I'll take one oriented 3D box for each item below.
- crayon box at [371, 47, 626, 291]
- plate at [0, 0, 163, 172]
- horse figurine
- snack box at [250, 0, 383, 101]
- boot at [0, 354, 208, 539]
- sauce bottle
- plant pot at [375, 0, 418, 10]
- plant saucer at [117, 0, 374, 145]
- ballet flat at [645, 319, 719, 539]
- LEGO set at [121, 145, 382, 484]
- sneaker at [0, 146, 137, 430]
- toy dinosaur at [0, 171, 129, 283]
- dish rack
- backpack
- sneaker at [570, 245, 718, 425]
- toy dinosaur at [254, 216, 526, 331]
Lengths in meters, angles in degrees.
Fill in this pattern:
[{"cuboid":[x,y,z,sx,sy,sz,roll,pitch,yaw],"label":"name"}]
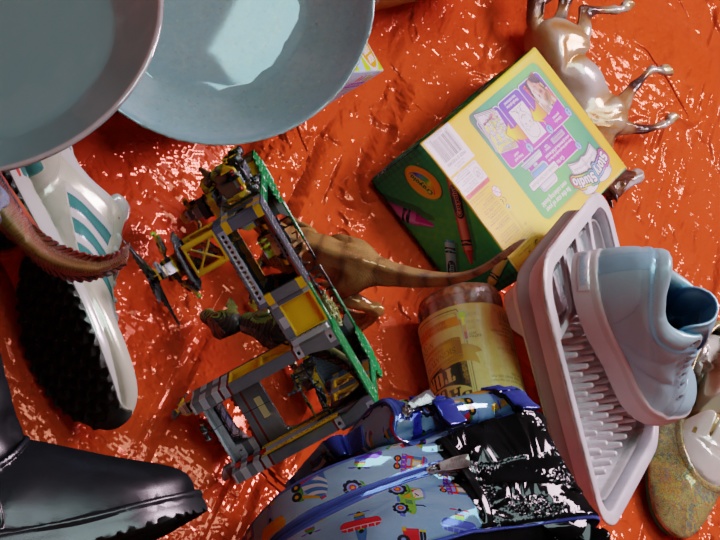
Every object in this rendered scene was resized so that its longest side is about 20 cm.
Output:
[{"cuboid":[0.106,-0.071,1.612,0.119,0.058,0.200,52,39,-3],"label":"crayon box"},{"cuboid":[-0.208,-0.133,1.273,0.026,0.200,0.200,67,15,-57],"label":"plate"},{"cuboid":[0.184,-0.161,1.752,0.132,0.050,0.200,-33,97,-34],"label":"horse figurine"},{"cuboid":[-0.078,-0.203,1.466,0.200,0.068,0.169,62,17,2],"label":"snack box"},{"cuboid":[-0.188,0.080,1.194,0.200,0.076,0.168,-8,73,-41],"label":"boot"},{"cuboid":[0.084,0.107,1.459,0.066,0.066,0.200,14,52,-39],"label":"sauce bottle"},{"cuboid":[0.040,-0.280,1.606,0.183,0.200,0.200,-31,87,-36],"label":"plant pot"},{"cuboid":[-0.092,-0.171,1.348,0.201,0.039,0.201,2,80,-11],"label":"plant saucer"},{"cuboid":[0.258,0.110,1.632,0.071,0.071,0.200,40,42,-18],"label":"ballet flat"},{"cuboid":[-0.075,0.034,1.338,0.200,0.116,0.154,59,6,-22],"label":"LEGO set"},{"cuboid":[-0.161,-0.006,1.286,0.093,0.070,0.200,-16,72,-43],"label":"sneaker"},{"cuboid":[-0.247,-0.061,1.200,0.200,0.105,0.182,28,21,-31],"label":"toy dinosaur"},{"cuboid":[0.152,0.061,1.519,0.172,0.043,0.200,-47,124,-61],"label":"dish rack"},{"cuboid":[0.012,0.160,1.272,0.200,0.183,0.135,-7,60,-35],"label":"backpack"},{"cuboid":[0.211,0.049,1.500,0.200,0.082,0.074,48,41,-53],"label":"sneaker"},{"cuboid":[0.000,0.000,1.411,0.200,0.106,0.060,15,65,7],"label":"toy dinosaur"}]
